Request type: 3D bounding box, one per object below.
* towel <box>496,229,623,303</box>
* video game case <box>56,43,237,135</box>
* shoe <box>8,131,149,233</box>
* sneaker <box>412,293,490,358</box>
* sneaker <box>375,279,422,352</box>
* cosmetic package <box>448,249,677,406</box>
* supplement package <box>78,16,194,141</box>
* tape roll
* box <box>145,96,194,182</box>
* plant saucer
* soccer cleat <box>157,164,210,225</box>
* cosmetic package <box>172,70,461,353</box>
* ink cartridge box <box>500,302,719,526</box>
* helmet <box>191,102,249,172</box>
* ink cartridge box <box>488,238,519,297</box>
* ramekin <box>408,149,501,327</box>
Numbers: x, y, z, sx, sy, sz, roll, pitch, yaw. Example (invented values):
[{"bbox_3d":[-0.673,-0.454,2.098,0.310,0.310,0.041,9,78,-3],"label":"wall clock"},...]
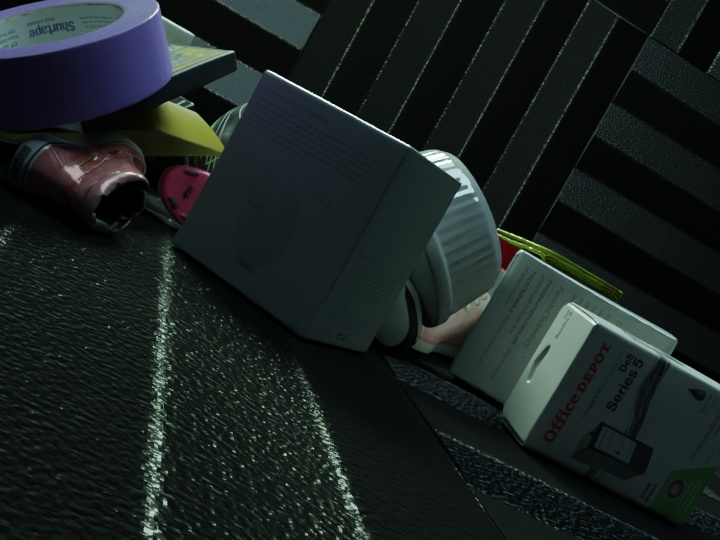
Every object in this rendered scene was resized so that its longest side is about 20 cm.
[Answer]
[{"bbox_3d":[0.249,-0.004,1.214,0.086,0.018,0.200,26,1,43],"label":"towel"},{"bbox_3d":[-0.256,-0.190,0.975,0.180,0.026,0.200,14,34,34],"label":"video game case"},{"bbox_3d":[-0.232,-0.078,0.904,0.091,0.072,0.200,31,11,9],"label":"shoe"},{"bbox_3d":[0.098,0.049,1.220,0.075,0.105,0.200,35,9,33],"label":"sneaker"},{"bbox_3d":[0.000,0.000,1.064,0.080,0.074,0.201,-7,69,-63],"label":"sneaker"},{"bbox_3d":[0.238,0.098,1.153,0.200,0.167,0.167,31,5,11],"label":"cosmetic package"},{"bbox_3d":[-0.324,-0.246,1.226,0.117,0.200,0.117,32,7,27],"label":"supplement package"},{"bbox_3d":[-0.277,-0.196,0.891,0.199,0.066,0.200,-6,29,3],"label":"tape roll"},{"bbox_3d":[-0.304,-0.203,1.339,0.200,0.143,0.036,31,47,26],"label":"box"},{"bbox_3d":[-0.271,-0.159,1.062,0.199,0.049,0.200,0,0,13],"label":"plant saucer"},{"bbox_3d":[-0.160,-0.060,1.136,0.200,0.070,0.086,32,-7,-33],"label":"soccer cleat"},{"bbox_3d":[-0.044,-0.058,0.965,0.199,0.200,0.123,33,7,32],"label":"cosmetic package"},{"bbox_3d":[0.268,0.145,0.990,0.199,0.146,0.084,27,7,-13],"label":"ink cartridge box"},{"bbox_3d":[-0.130,-0.124,1.278,0.200,0.200,0.191,29,-11,2],"label":"helmet"},{"bbox_3d":[0.106,-0.007,1.378,0.200,0.176,0.084,29,6,3],"label":"ink cartridge box"},{"bbox_3d":[0.081,-0.043,1.099,0.202,0.094,0.203,158,-90,-79],"label":"ramekin"}]
